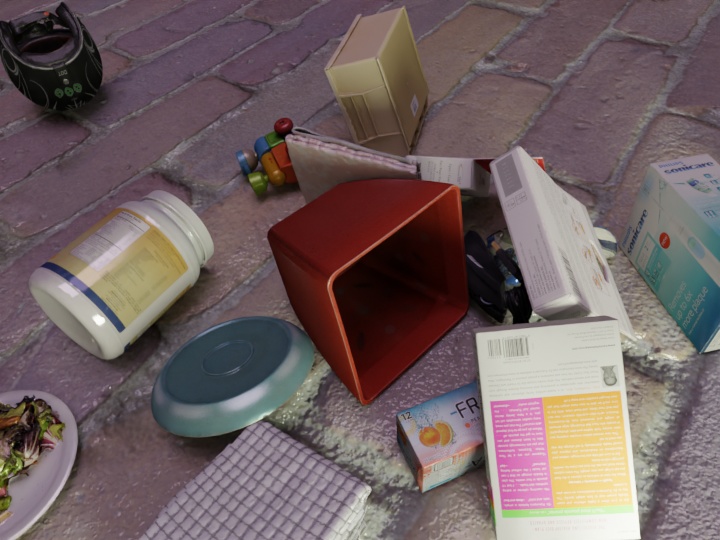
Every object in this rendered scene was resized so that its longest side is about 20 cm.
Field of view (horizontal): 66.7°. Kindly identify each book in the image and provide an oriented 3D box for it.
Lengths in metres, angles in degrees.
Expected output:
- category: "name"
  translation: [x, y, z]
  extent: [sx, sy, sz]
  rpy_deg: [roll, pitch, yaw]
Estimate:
- category: "book"
  translation: [0.183, 0.151, 0.523]
  extent: [0.132, 0.202, 0.048]
  rpy_deg: [-6, 3, 4]

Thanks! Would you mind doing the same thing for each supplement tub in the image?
- category: "supplement tub"
  translation: [-0.307, 0.000, 0.725]
  extent: [0.143, 0.145, 0.200]
  rpy_deg: [22, 52, 23]

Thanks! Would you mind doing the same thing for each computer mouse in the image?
- category: "computer mouse"
  translation: [0.155, 0.007, 0.684]
  extent: [0.046, 0.141, 0.201]
  rpy_deg: [-18, 48, -1]

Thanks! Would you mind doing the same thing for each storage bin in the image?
- category: "storage bin"
  translation: [0.043, -0.320, 0.960]
  extent: [0.093, 0.199, 0.201]
  rpy_deg: [-4, 44, 25]

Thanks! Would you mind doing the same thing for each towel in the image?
- category: "towel"
  translation: [0.001, -0.103, 0.763]
  extent: [0.199, 0.192, 0.032]
  rpy_deg: [20, 62, 22]
- category: "towel"
  translation: [-0.103, 0.257, 0.511]
  extent: [0.164, 0.086, 0.200]
  rpy_deg: [18, 46, 30]

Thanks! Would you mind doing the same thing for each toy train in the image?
- category: "toy train"
  translation: [-0.133, -0.159, 0.906]
  extent: [0.115, 0.085, 0.201]
  rpy_deg: [-25, 49, -4]

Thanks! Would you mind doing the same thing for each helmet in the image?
- category: "helmet"
  translation: [-0.631, -0.431, 1.124]
  extent: [0.198, 0.191, 0.202]
  rpy_deg: [4, 76, -16]

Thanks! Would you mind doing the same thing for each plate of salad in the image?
- category: "plate of salad"
  translation: [-0.418, 0.215, 0.602]
  extent: [0.198, 0.048, 0.201]
  rpy_deg: [-3, 47, 3]

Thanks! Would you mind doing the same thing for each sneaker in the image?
- category: "sneaker"
  translation: [0.263, -0.011, 0.742]
  extent: [0.198, 0.077, 0.086]
  rpy_deg: [-2, 79, -17]

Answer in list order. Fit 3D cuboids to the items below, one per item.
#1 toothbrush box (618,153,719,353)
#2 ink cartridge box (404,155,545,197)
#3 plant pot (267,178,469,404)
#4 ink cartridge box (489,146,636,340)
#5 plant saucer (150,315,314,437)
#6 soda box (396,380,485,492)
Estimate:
- category: "toothbrush box"
  translation: [0.428, -0.025, 0.683]
  extent: [0.084, 0.147, 0.201]
  rpy_deg: [-10, 48, -4]
- category: "ink cartridge box"
  translation: [0.170, -0.131, 0.781]
  extent: [0.174, 0.045, 0.200]
  rpy_deg: [5, 6, 20]
- category: "plant pot"
  translation: [0.000, 0.000, 0.679]
  extent: [0.199, 0.201, 0.176]
  rpy_deg: [-36, 43, -26]
- category: "ink cartridge box"
  translation: [0.234, -0.022, 0.635]
  extent: [0.045, 0.175, 0.202]
  rpy_deg: [-30, 51, 33]
- category: "plant saucer"
  translation: [-0.154, 0.111, 0.646]
  extent: [0.198, 0.028, 0.201]
  rpy_deg: [-11, 30, 6]
- category: "soda box"
  translation: [0.139, 0.161, 0.592]
  extent: [0.198, 0.064, 0.069]
  rpy_deg: [-18, 48, -13]
